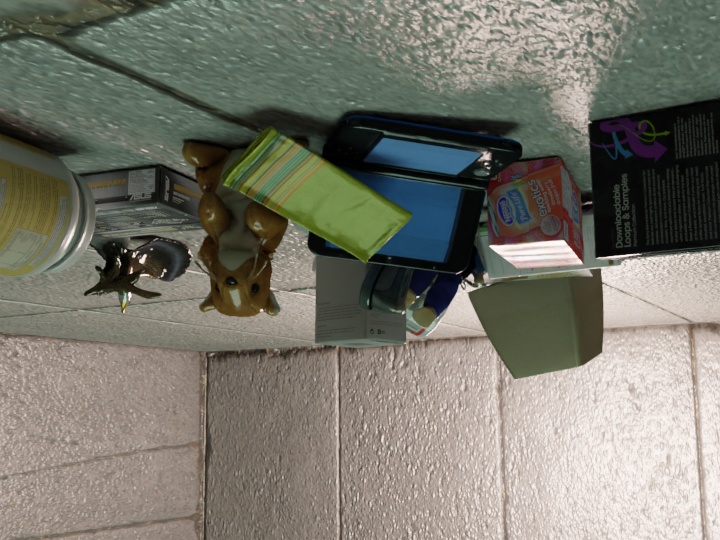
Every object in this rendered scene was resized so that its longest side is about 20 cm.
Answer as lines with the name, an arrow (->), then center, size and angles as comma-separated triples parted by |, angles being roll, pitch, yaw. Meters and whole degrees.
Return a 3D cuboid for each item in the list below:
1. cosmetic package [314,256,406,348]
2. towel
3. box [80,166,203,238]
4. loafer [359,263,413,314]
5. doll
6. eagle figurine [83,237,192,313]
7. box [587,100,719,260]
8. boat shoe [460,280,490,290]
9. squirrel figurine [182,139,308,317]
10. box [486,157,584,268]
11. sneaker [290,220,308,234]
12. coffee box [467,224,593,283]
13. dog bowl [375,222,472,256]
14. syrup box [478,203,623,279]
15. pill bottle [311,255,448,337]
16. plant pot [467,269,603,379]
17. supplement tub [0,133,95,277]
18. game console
cosmetic package -> 0.000, 0.000, 1.309 | 0.084, 0.203, 0.107 | 10, 168, -42
towel -> -0.043, -0.075, 1.012 | 0.199, 0.018, 0.086 | 29, 126, -31
box -> -0.300, -0.085, 1.249 | 0.198, 0.049, 0.158 | -4, 171, 22
loafer -> 0.066, -0.019, 1.244 | 0.062, 0.201, 0.072 | 20, 144, 18
doll -> 0.118, -0.017, 1.375 | 0.136, 0.200, 0.048 | 42, 143, -4
eagle figurine -> -0.385, -0.004, 1.600 | 0.151, 0.151, 0.200 | 40, -160, -7
box -> 0.328, -0.090, 0.954 | 0.198, 0.145, 0.036 | -5, 171, 31
boat shoe -> 0.202, -0.004, 1.702 | 0.067, 0.074, 0.199 | -18, 176, 15
squirrel figurine -> -0.130, -0.036, 1.111 | 0.140, 0.189, 0.200 | 0, 169, -4
box -> 0.226, -0.068, 1.223 | 0.094, 0.104, 0.200 | -3, 172, 20
sneaker -> -0.005, -0.081, 1.187 | 0.197, 0.082, 0.088 | -3, 172, 14
coffee box -> 0.262, -0.030, 1.517 | 0.198, 0.081, 0.114 | -4, 170, 17
dog bowl -> 0.044, -0.068, 1.132 | 0.197, 0.113, 0.050 | 1, -164, -12
syrup box -> 0.278, -0.044, 1.372 | 0.198, 0.082, 0.079 | -7, -167, 31
pill bottle -> 0.035, 0.006, 1.444 | 0.199, 0.115, 0.114 | 30, 163, -13
plant pot -> 0.339, 0.090, 1.746 | 0.198, 0.179, 0.199 | -16, 177, 31
supplement tub -> -0.392, -0.072, 1.018 | 0.144, 0.147, 0.200 | -4, 170, 23
game console -> 0.056, -0.077, 1.049 | 0.197, 0.120, 0.171 | 6, 169, -13
